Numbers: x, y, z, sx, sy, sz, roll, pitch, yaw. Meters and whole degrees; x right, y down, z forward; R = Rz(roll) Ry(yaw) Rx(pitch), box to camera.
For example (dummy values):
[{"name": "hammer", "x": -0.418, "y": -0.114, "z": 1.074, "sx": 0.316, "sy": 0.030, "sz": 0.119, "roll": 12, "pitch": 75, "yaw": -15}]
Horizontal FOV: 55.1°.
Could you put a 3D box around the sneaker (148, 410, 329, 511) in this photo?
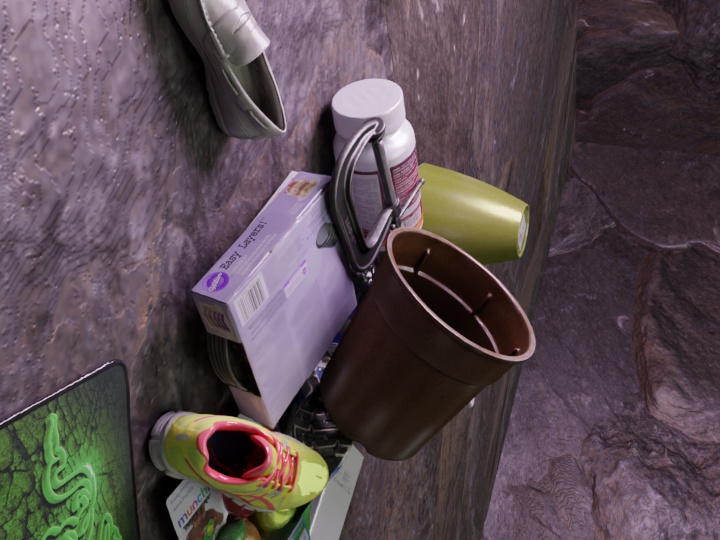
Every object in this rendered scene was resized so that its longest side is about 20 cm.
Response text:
[{"name": "sneaker", "x": -0.099, "y": 0.186, "z": 0.659, "sx": 0.197, "sy": 0.089, "sz": 0.080, "roll": 24, "pitch": 63, "yaw": -37}]

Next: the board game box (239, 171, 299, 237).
[{"name": "board game box", "x": -0.076, "y": 0.009, "z": 0.798, "sx": 0.136, "sy": 0.033, "sz": 0.203, "roll": -56, "pitch": 149, "yaw": -34}]

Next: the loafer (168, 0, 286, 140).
[{"name": "loafer", "x": -0.110, "y": -0.203, "z": 0.595, "sx": 0.203, "sy": 0.068, "sz": 0.071, "roll": 74, "pitch": 34, "yaw": -47}]

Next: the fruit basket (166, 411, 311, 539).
[{"name": "fruit basket", "x": -0.118, "y": 0.259, "z": 0.744, "sx": 0.185, "sy": 0.091, "sz": 0.205, "roll": -48, "pitch": 138, "yaw": -52}]

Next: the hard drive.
[{"name": "hard drive", "x": -0.050, "y": 0.361, "z": 1.039, "sx": 0.133, "sy": 0.026, "sz": 0.204, "roll": 62, "pitch": 43, "yaw": -57}]

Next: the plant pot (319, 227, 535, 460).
[{"name": "plant pot", "x": 0.062, "y": 0.095, "z": 0.786, "sx": 0.200, "sy": 0.199, "sz": 0.200, "roll": -56, "pitch": 168, "yaw": 26}]

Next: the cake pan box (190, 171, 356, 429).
[{"name": "cake pan box", "x": -0.078, "y": 0.032, "z": 0.712, "sx": 0.201, "sy": 0.051, "sz": 0.187, "roll": -55, "pitch": 146, "yaw": -36}]

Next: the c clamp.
[{"name": "c clamp", "x": 0.015, "y": -0.093, "z": 0.778, "sx": 0.174, "sy": 0.026, "sz": 0.201, "roll": -63, "pitch": 155, "yaw": -21}]

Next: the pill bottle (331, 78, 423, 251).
[{"name": "pill bottle", "x": 0.022, "y": -0.135, "z": 0.899, "sx": 0.203, "sy": 0.107, "sz": 0.111, "roll": 79, "pitch": 30, "yaw": -42}]

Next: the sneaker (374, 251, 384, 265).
[{"name": "sneaker", "x": 0.060, "y": 0.016, "z": 1.041, "sx": 0.079, "sy": 0.093, "sz": 0.206, "roll": 12, "pitch": 69, "yaw": -66}]

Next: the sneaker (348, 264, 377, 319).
[{"name": "sneaker", "x": 0.000, "y": 0.000, "z": 0.928, "sx": 0.202, "sy": 0.085, "sz": 0.077, "roll": 68, "pitch": 40, "yaw": -52}]

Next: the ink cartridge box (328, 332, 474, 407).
[{"name": "ink cartridge box", "x": 0.059, "y": 0.135, "z": 0.989, "sx": 0.201, "sy": 0.192, "sz": 0.048, "roll": 62, "pitch": 41, "yaw": -57}]

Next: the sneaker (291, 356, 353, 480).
[{"name": "sneaker", "x": -0.047, "y": 0.193, "z": 0.849, "sx": 0.201, "sy": 0.076, "sz": 0.091, "roll": -93, "pitch": -169, "yaw": -65}]

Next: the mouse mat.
[{"name": "mouse mat", "x": -0.233, "y": 0.189, "z": 0.542, "sx": 0.160, "sy": 0.007, "sz": 0.206, "roll": -35, "pitch": 132, "yaw": -60}]

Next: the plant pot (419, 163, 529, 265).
[{"name": "plant pot", "x": 0.194, "y": -0.083, "z": 1.226, "sx": 0.186, "sy": 0.195, "sz": 0.193, "roll": 11, "pitch": 90, "yaw": -68}]
